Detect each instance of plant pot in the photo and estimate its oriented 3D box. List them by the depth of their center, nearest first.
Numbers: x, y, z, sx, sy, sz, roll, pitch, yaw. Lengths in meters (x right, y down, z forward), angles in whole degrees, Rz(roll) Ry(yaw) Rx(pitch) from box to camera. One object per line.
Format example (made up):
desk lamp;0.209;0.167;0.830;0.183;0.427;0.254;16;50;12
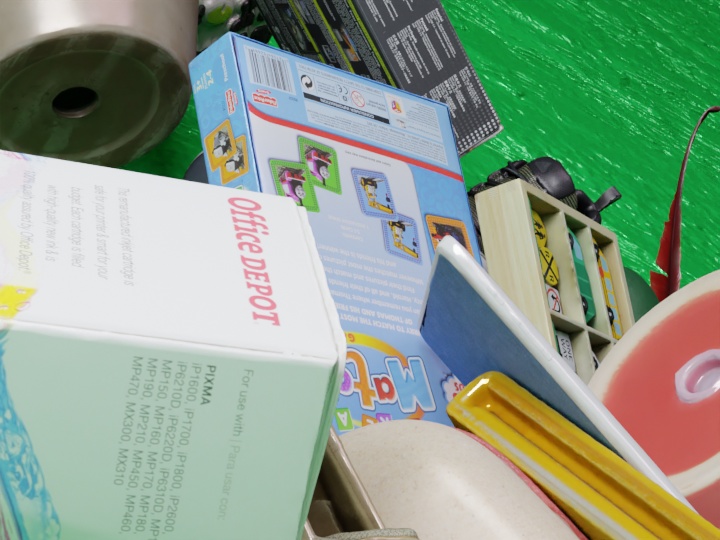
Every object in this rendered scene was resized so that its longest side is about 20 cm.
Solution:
plant pot;0.205;0.104;0.971;0.177;0.200;0.201;45;16;-24
plant pot;-0.157;-0.149;1.057;0.199;0.200;0.174;16;45;-42

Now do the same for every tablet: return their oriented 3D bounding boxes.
tablet;0.095;0.077;0.868;0.200;0.014;0.130;49;-13;11

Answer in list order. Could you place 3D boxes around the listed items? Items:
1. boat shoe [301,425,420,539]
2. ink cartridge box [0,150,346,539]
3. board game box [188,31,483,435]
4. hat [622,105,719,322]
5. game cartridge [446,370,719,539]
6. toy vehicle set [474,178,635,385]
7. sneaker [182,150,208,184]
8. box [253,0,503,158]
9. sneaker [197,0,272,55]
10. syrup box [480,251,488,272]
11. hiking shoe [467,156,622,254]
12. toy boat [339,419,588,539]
boat shoe;-0.004;0.116;0.733;0.072;0.065;0.200;20;31;-53
ink cartridge box;-0.116;0.022;0.656;0.199;0.086;0.148;10;20;-11
board game box;0.000;0.000;0.970;0.151;0.037;0.201;14;55;-44
hat;0.161;0.019;1.169;0.165;0.176;0.200;13;31;-45
game cartridge;0.127;0.148;0.859;0.176;0.032;0.200;36;-18;49
toy vehicle set;0.112;0.065;1.044;0.124;0.026;0.201;21;55;-58
sneaker;-0.038;0.005;1.036;0.200;0.079;0.079;50;20;28
box;-0.015;-0.156;1.145;0.201;0.044;0.160;61;-17;-17
sneaker;-0.111;-0.165;1.291;0.085;0.077;0.200;37;20;18
syrup box;0.006;-0.002;1.109;0.200;0.082;0.079;46;19;28
hiking shoe;0.076;-0.032;1.255;0.076;0.101;0.200;47;24;28
toy boat;0.042;0.155;0.826;0.200;0.130;0.131;46;-7;24
